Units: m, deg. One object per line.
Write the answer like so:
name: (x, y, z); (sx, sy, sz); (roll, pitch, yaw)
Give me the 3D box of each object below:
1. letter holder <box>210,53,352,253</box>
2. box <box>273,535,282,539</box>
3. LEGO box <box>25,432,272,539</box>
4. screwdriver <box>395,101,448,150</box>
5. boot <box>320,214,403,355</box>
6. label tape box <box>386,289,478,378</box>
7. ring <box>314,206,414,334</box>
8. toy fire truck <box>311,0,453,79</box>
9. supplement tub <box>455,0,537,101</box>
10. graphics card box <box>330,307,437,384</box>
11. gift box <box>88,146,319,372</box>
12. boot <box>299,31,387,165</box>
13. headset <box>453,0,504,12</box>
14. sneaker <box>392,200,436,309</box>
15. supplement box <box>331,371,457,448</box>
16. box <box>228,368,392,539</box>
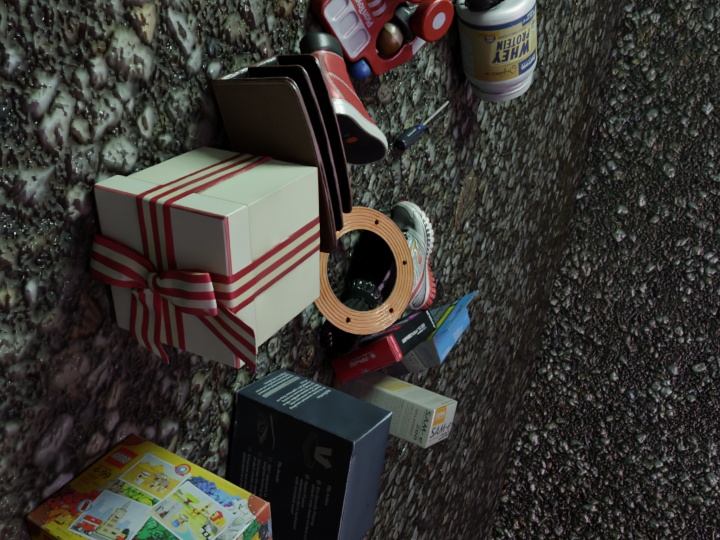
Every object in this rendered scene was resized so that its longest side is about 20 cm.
letter holder: (-0.064, -0.136, 0.792); (0.101, 0.142, 0.200); (-36, 125, -37)
box: (-0.077, 0.416, 1.222); (0.141, 0.079, 0.201); (17, 89, -67)
LEGO box: (-0.217, 0.277, 0.722); (0.149, 0.200, 0.077); (-39, 139, -49)
screwdriver: (0.122, -0.269, 1.258); (0.200, 0.029, 0.028); (-42, 141, -39)
boot: (0.005, 0.026, 1.149); (0.158, 0.079, 0.212); (-37, 136, -51)
label tape box: (0.149, 0.129, 1.369); (0.063, 0.200, 0.144); (54, 45, -9)
ring: (0.000, 0.000, 1.085); (0.200, 0.019, 0.201); (2, 85, -31)
toy fire truck: (0.027, -0.359, 0.963); (0.168, 0.112, 0.200); (-46, 150, -1)
supplement tub: (0.262, -0.439, 1.310); (0.145, 0.144, 0.200); (-59, 150, -28)
graphics card box: (0.046, 0.131, 1.228); (0.200, 0.125, 0.051); (-23, 87, -61)
gift box: (-0.148, -0.005, 0.713); (0.187, 0.184, 0.201); (-38, 131, -52)
boot: (-0.022, -0.233, 0.931); (0.200, 0.072, 0.145); (34, 42, -68)
headset: (0.187, -0.494, 1.160); (0.200, 0.124, 0.094); (-43, 175, -7)
sneaker: (0.085, -0.028, 1.245); (0.082, 0.078, 0.201); (-2, 82, -41)
supplement box: (0.058, 0.243, 1.244); (0.126, 0.200, 0.074); (7, 99, -63)
box: (-0.078, 0.276, 0.997); (0.117, 0.200, 0.197); (-20, 123, -59)
